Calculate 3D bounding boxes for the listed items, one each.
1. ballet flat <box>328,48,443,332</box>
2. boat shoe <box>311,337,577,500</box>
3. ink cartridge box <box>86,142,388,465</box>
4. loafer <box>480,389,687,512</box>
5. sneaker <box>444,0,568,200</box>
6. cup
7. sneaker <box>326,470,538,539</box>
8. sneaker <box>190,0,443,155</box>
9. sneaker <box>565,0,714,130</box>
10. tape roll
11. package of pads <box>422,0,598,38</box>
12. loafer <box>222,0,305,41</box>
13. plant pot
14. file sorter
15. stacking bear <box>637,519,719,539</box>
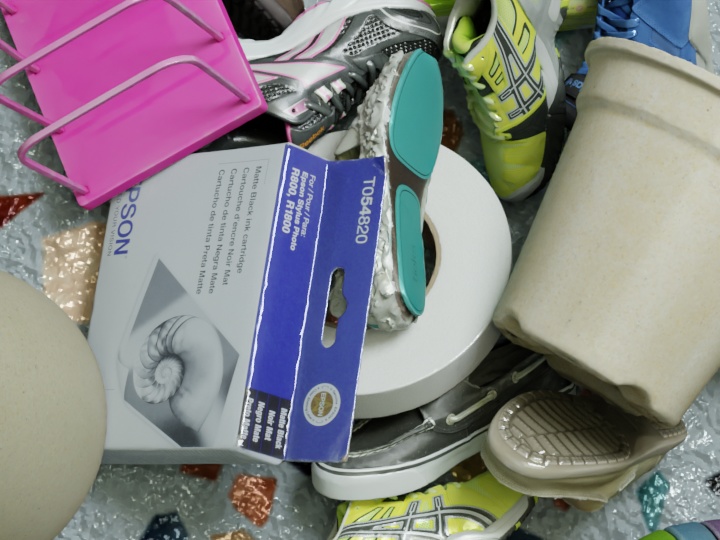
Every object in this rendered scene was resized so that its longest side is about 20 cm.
[{"bbox_3d":[0.009,-0.054,1.336,0.071,0.072,0.202,12,61,-11],"label":"ballet flat"},{"bbox_3d":[0.052,0.087,1.370,0.199,0.071,0.064,-22,119,-25],"label":"boat shoe"},{"bbox_3d":[-0.085,0.021,1.308,0.041,0.199,0.202,29,63,-51],"label":"ink cartridge box"},{"bbox_3d":[0.141,0.121,1.349,0.199,0.069,0.076,-2,39,-51],"label":"loafer"},{"bbox_3d":[0.090,-0.138,1.396,0.076,0.075,0.202,-17,122,-24],"label":"sneaker"},{"bbox_3d":[-0.257,0.075,1.242,0.198,0.143,0.202,0,73,0],"label":"cup"},{"bbox_3d":[0.029,0.168,1.349,0.199,0.075,0.077,-29,84,-20],"label":"sneaker"},{"bbox_3d":[-0.037,-0.115,1.392,0.198,0.081,0.087,-18,56,-4],"label":"sneaker"},{"bbox_3d":[0.177,-0.145,1.424,0.111,0.201,0.077,-36,44,-16],"label":"sneaker"},{"bbox_3d":[0.000,0.000,1.363,0.201,0.037,0.204,-3,60,6],"label":"tape roll"},{"bbox_3d":[0.098,-0.242,1.476,0.198,0.068,0.156,-8,78,-15],"label":"package of pads"},{"bbox_3d":[-0.099,-0.243,1.424,0.071,0.073,0.200,-38,88,-20],"label":"loafer"},{"bbox_3d":[0.181,-0.013,1.301,0.199,0.200,0.184,32,86,-4],"label":"plant pot"},{"bbox_3d":[-0.174,-0.169,1.316,0.138,0.125,0.201,-28,72,11],"label":"file sorter"},{"bbox_3d":[0.188,0.231,1.359,0.198,0.121,0.115,-17,82,-10],"label":"stacking bear"}]
